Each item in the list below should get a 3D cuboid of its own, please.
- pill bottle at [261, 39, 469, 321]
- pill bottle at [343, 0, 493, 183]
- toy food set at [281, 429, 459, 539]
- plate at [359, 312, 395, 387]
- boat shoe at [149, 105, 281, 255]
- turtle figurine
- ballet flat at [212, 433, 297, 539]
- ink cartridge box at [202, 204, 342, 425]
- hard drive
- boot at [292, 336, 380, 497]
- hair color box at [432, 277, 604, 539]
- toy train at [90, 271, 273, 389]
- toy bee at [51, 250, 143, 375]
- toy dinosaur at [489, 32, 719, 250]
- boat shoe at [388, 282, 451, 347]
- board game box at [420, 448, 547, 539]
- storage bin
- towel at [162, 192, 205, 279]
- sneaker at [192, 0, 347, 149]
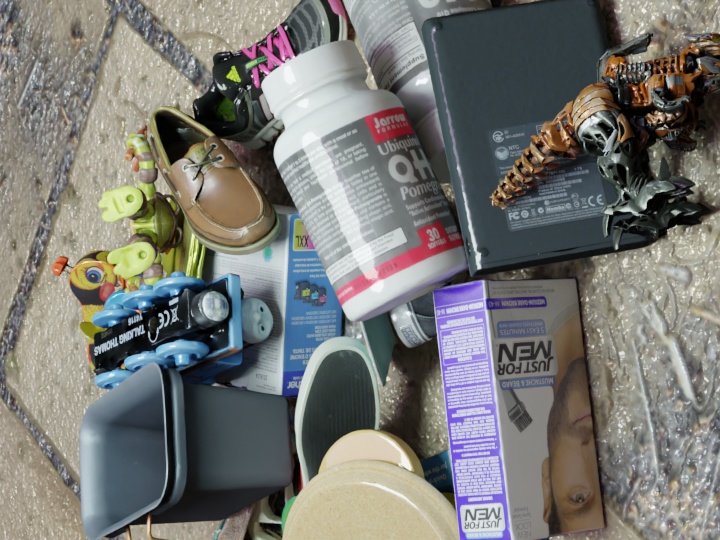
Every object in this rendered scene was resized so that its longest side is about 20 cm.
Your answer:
[{"bbox_3d":[0.000,-0.071,1.426,0.111,0.110,0.201,-30,82,45],"label":"pill bottle"},{"bbox_3d":[0.062,-0.179,1.495,0.114,0.113,0.201,-40,62,42],"label":"pill bottle"},{"bbox_3d":[0.016,0.246,1.506,0.200,0.049,0.198,43,119,17],"label":"toy food set"},{"bbox_3d":[0.000,0.000,1.563,0.200,0.025,0.201,-17,-90,-89],"label":"plate"},{"bbox_3d":[-0.141,-0.082,1.650,0.200,0.072,0.068,40,159,47],"label":"boat shoe"},{"bbox_3d":[-0.200,-0.033,1.729,0.161,0.064,0.201,-60,-27,-82],"label":"turtle figurine"},{"bbox_3d":[-0.098,0.236,1.735,0.067,0.068,0.201,23,114,17],"label":"ballet flat"},{"bbox_3d":[-0.084,0.041,1.700,0.136,0.076,0.201,10,97,50],"label":"ink cartridge box"},{"bbox_3d":[0.133,-0.105,1.402,0.033,0.139,0.201,111,148,-77],"label":"hard drive"},{"bbox_3d":[-0.030,0.142,1.614,0.144,0.072,0.201,-121,32,-73],"label":"boot"},{"bbox_3d":[0.124,0.108,1.434,0.065,0.109,0.201,-10,84,48],"label":"hair color box"},{"bbox_3d":[-0.160,0.059,1.647,0.200,0.114,0.087,-25,65,48],"label":"toy train"},{"bbox_3d":[-0.260,0.022,1.881,0.131,0.108,0.201,29,-111,-86],"label":"toy bee"},{"bbox_3d":[0.194,-0.094,1.345,0.200,0.102,0.136,-35,68,33],"label":"toy dinosaur"},{"bbox_3d":[0.043,-0.032,1.562,0.068,0.072,0.201,-23,54,13],"label":"boat shoe"},{"bbox_3d":[0.092,0.251,1.523,0.151,0.047,0.201,-30,68,46],"label":"board game box"},{"bbox_3d":[-0.151,0.174,1.628,0.200,0.134,0.146,-35,55,55],"label":"storage bin"},{"bbox_3d":[-0.169,-0.030,1.778,0.200,0.018,0.087,-143,62,-75],"label":"towel"},{"bbox_3d":[-0.088,-0.182,1.689,0.200,0.087,0.074,-44,59,40],"label":"sneaker"}]
